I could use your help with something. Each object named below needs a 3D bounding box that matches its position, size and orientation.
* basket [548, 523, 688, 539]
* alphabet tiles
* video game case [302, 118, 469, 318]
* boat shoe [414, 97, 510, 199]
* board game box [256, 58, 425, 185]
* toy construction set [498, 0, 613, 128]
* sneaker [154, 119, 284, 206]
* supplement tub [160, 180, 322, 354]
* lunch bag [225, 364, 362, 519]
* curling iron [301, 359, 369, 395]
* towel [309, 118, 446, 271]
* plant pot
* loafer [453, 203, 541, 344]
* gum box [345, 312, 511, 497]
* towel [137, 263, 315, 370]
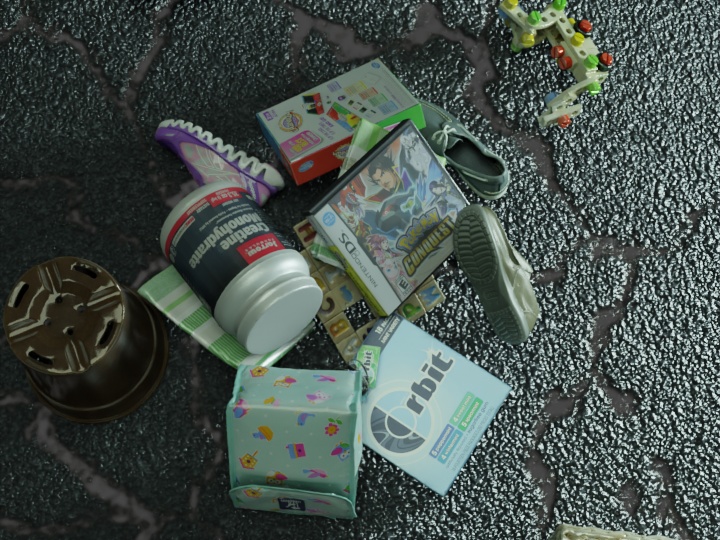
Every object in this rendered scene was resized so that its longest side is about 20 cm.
[{"bbox_3d":[0.309,0.411,1.447,0.198,0.198,0.162,6,69,2],"label":"basket"},{"bbox_3d":[0.000,0.000,1.625,0.167,0.008,0.201,-33,100,-10],"label":"alphabet tiles"},{"bbox_3d":[0.047,-0.070,1.586,0.200,0.025,0.181,-43,107,-21],"label":"video game case"},{"bbox_3d":[0.133,-0.184,1.695,0.200,0.062,0.073,43,78,12],"label":"boat shoe"},{"bbox_3d":[-0.030,-0.212,1.675,0.199,0.040,0.153,-25,41,-7],"label":"board game box"},{"bbox_3d":[0.283,-0.307,1.718,0.130,0.092,0.201,-13,80,-30],"label":"toy construction set"},{"bbox_3d":[-0.209,-0.139,1.675,0.199,0.081,0.089,29,83,7],"label":"sneaker"},{"bbox_3d":[-0.155,-0.005,1.552,0.140,0.141,0.200,-37,66,-11],"label":"supplement tub"},{"bbox_3d":[-0.082,0.231,1.518,0.169,0.122,0.201,4,116,2],"label":"lunch bag"},{"bbox_3d":[-0.075,0.137,1.583,0.199,0.026,0.050,3,105,28],"label":"curling iron"},{"bbox_3d":[0.025,-0.085,1.607,0.149,0.031,0.201,24,79,-25],"label":"towel"},{"bbox_3d":[-0.360,0.083,1.541,0.199,0.198,0.202,0,74,-1],"label":"plant pot"},{"bbox_3d":[0.187,-0.001,1.616,0.070,0.075,0.201,-33,108,-40],"label":"loafer"},{"bbox_3d":[0.072,0.174,1.586,0.199,0.045,0.170,33,83,10],"label":"gum box"},{"bbox_3d":[-0.176,0.050,1.606,0.200,0.023,0.152,38,44,11],"label":"towel"}]
